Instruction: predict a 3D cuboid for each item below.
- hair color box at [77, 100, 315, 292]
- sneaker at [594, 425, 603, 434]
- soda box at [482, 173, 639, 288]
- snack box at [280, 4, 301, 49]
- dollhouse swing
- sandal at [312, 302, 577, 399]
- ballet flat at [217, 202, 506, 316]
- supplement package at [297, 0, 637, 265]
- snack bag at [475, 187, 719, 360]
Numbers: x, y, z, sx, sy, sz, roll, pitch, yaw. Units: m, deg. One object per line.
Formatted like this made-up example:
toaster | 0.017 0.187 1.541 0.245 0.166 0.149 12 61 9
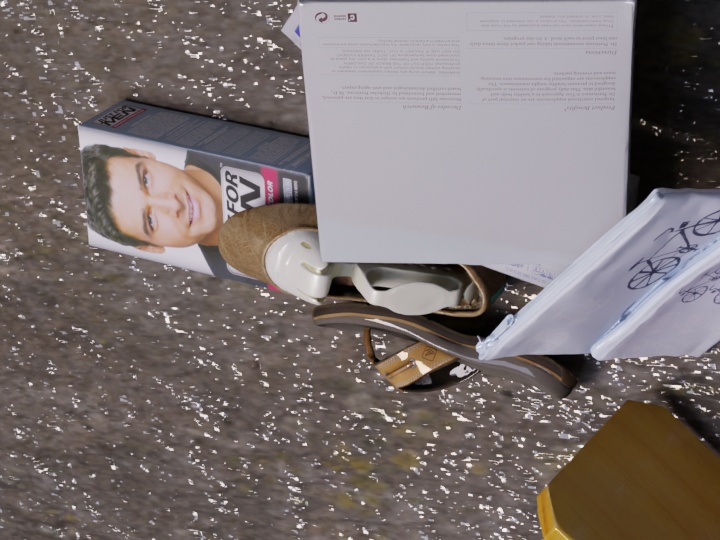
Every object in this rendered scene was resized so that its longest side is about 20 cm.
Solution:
hair color box | -0.104 -0.053 1.664 0.200 0.061 0.099 13 120 29
sneaker | 0.167 0.206 1.598 0.074 0.088 0.200 18 123 26
soda box | 0.078 -0.050 1.508 0.200 0.063 0.068 19 126 23
snack box | 0.039 -0.123 1.553 0.200 0.024 0.072 43 131 7
dollhouse swing | 0.192 0.221 1.515 0.176 0.200 0.182 31 127 16
sandal | 0.053 0.064 1.604 0.200 0.082 0.055 18 87 18
ballet flat | 0.000 0.000 1.563 0.200 0.072 0.068 10 118 -2
supplement package | 0.068 -0.124 1.385 0.191 0.147 0.200 1 134 5
snack bag | 0.195 0.005 1.416 0.189 0.200 0.021 -44 58 40
